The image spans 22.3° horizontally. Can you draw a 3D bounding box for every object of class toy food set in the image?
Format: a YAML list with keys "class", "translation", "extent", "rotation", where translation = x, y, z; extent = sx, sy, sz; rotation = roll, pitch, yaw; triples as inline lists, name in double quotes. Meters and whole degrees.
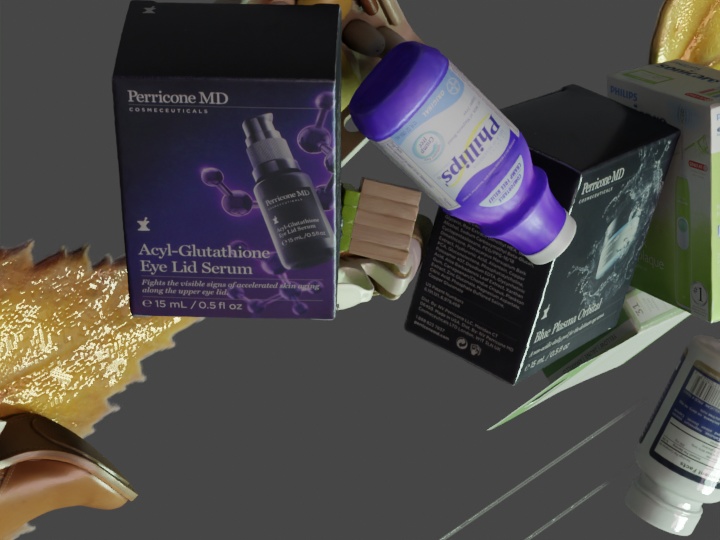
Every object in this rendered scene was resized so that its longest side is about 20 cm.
- class: "toy food set"
  translation: [-0.020, -0.170, 1.330]
  extent: [0.144, 0.060, 0.200]
  rotation: [-46, 142, -12]

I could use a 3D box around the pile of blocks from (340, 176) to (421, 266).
- class: "pile of blocks"
  translation: [-0.054, -0.031, 1.381]
  extent: [0.200, 0.062, 0.082]
  rotation: [-13, 102, -6]

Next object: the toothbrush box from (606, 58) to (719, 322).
- class: "toothbrush box"
  translation: [0.298, -0.074, 1.630]
  extent: [0.086, 0.146, 0.200]
  rotation: [-14, 114, -27]

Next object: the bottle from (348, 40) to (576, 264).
- class: "bottle"
  translation: [0.083, -0.082, 1.364]
  extent: [0.200, 0.065, 0.084]
  rotation: [43, 86, -27]

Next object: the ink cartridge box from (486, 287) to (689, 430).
- class: "ink cartridge box"
  translation: [0.213, 0.073, 1.718]
  extent: [0.200, 0.048, 0.146]
  rotation: [-20, 165, -37]

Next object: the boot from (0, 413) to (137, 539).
- class: "boot"
  translation: [-0.269, 0.178, 1.317]
  extent: [0.200, 0.074, 0.155]
  rotation: [29, 94, -41]

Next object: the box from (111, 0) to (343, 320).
- class: "box"
  translation: [-0.086, -0.074, 1.241]
  extent: [0.148, 0.104, 0.200]
  rotation: [0, 127, 1]

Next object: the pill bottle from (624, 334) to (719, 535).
- class: "pill bottle"
  translation: [0.364, 0.180, 1.967]
  extent: [0.111, 0.111, 0.200]
  rotation: [8, 112, -50]

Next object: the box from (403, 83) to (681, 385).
- class: "box"
  translation: [0.155, -0.035, 1.544]
  extent: [0.197, 0.117, 0.200]
  rotation: [-23, 134, -53]

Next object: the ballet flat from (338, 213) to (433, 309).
- class: "ballet flat"
  translation: [0.000, 0.000, 1.475]
  extent: [0.200, 0.071, 0.071]
  rotation: [-11, 125, -43]
